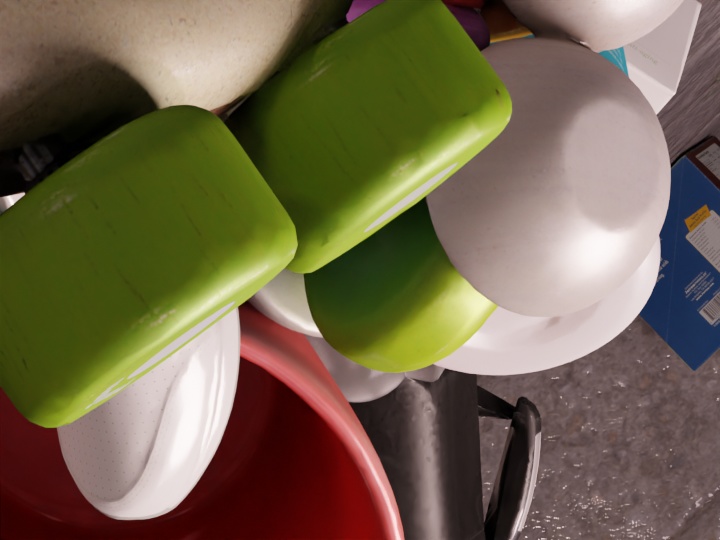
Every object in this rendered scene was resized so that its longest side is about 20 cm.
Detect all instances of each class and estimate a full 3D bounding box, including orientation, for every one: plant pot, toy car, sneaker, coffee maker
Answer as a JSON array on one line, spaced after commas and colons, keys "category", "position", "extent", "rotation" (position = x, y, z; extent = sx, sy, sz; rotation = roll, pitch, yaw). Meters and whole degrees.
[{"category": "plant pot", "position": [-0.088, 0.070, 0.868], "extent": [0.200, 0.200, 0.177], "rotation": [-46, -161, 13]}, {"category": "toy car", "position": [-0.105, -0.030, 0.465], "extent": [0.200, 0.164, 0.158], "rotation": [-38, 177, 35]}, {"category": "sneaker", "position": [-0.083, -0.021, 0.684], "extent": [0.080, 0.070, 0.201], "rotation": [-20, 114, -46]}, {"category": "coffee maker", "position": [-0.006, 0.140, 1.190], "extent": [0.134, 0.201, 0.192], "rotation": [-2, -177, 41]}, {"category": "toy car", "position": [0.003, -0.073, 0.749], "extent": [0.175, 0.150, 0.201], "rotation": [-5, -109, 54]}]

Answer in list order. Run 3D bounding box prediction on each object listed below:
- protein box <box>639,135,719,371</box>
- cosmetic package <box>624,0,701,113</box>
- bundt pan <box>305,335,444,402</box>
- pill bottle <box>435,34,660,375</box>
[{"category": "protein box", "position": [0.432, -0.023, 3.044], "extent": [0.199, 0.200, 0.135], "rotation": [-48, 171, 27]}, {"category": "cosmetic package", "position": [0.064, -0.075, 1.182], "extent": [0.200, 0.107, 0.085], "rotation": [-52, -170, 42]}, {"category": "bundt pan", "position": [0.000, 0.000, 1.060], "extent": [0.201, 0.076, 0.202], "rotation": [-17, -162, 6]}, {"category": "pill bottle", "position": [0.049, -0.066, 0.929], "extent": [0.111, 0.111, 0.200], "rotation": [-50, -149, 39]}]
